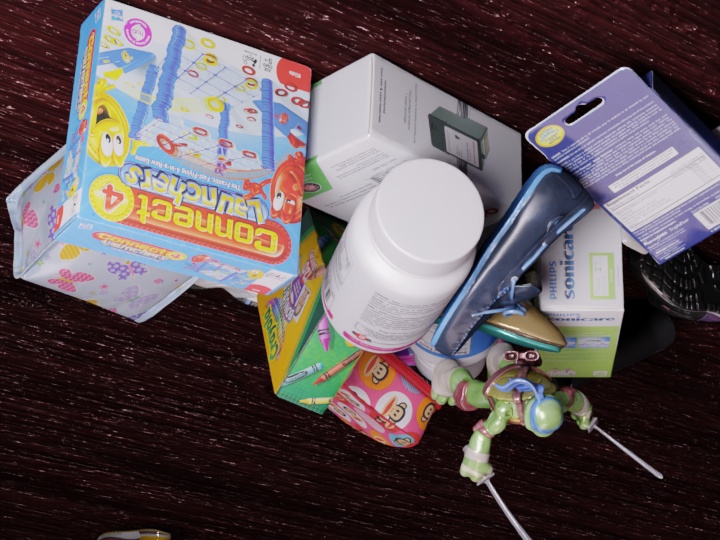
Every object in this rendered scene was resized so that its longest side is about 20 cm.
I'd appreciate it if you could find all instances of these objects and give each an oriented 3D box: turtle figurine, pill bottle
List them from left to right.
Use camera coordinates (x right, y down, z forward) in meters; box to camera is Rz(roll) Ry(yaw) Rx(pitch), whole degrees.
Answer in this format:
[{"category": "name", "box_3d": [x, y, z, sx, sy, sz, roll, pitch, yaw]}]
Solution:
[{"category": "pill bottle", "box_3d": [0.037, -0.012, 1.341, 0.112, 0.115, 0.200, 7, 157, -10]}, {"category": "pill bottle", "box_3d": [0.098, 0.031, 1.603, 0.111, 0.113, 0.201, 2, 143, 2]}, {"category": "turtle figurine", "box_3d": [0.157, 0.160, 1.516, 0.200, 0.144, 0.194, 45, 178, -26]}]

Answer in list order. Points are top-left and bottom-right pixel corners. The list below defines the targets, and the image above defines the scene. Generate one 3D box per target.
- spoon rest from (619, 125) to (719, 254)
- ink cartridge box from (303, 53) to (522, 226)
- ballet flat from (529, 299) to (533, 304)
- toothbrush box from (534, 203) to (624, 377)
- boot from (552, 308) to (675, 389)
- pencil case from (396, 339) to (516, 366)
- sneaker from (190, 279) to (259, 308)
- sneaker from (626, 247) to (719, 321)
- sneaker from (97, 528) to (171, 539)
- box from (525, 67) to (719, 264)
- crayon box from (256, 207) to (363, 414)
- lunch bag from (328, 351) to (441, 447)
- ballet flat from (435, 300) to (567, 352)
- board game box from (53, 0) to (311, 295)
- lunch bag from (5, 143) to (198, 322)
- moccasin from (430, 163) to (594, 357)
[{"category": "spoon rest", "box_3d": [0.324, -0.092, 1.419, 0.199, 0.061, 0.099, -35, 141, 31]}, {"category": "ink cartridge box", "box_3d": [0.032, -0.101, 1.387, 0.199, 0.085, 0.145, 23, 150, -39]}, {"category": "ballet flat", "box_3d": [0.094, 0.021, 1.720, 0.198, 0.073, 0.072, -2, 157, 12]}, {"category": "toothbrush box", "box_3d": [0.219, 0.009, 1.549, 0.085, 0.147, 0.200, -1, 157, 7]}, {"category": "boot", "box_3d": [0.278, 0.102, 1.763, 0.198, 0.066, 0.165, -18, 179, -11]}, {"category": "pencil case", "box_3d": [0.090, 0.072, 1.802, 0.198, 0.089, 0.088, -5, 157, 20]}, {"category": "sneaker", "box_3d": [-0.154, -0.023, 1.642, 0.198, 0.076, 0.077, 14, 128, -18]}, {"category": "sneaker", "box_3d": [0.336, 0.019, 1.660, 0.087, 0.077, 0.199, -11, 154, 44]}, {"category": "sneaker", "box_3d": [-0.466, 0.575, 3.071, 0.199, 0.091, 0.075, -16, 151, 37]}, {"category": "box", "box_3d": [0.253, -0.098, 1.354, 0.121, 0.033, 0.199, -32, 122, 33]}, {"category": "crayon box", "box_3d": [-0.045, 0.037, 1.536, 0.058, 0.201, 0.119, 24, 111, -21]}, {"category": "lunch bag", "box_3d": [-0.016, 0.115, 1.707, 0.176, 0.082, 0.200, 39, 167, -21]}, {"category": "ballet flat", "box_3d": [0.106, 0.029, 1.452, 0.198, 0.064, 0.069, 11, 173, 23]}, {"category": "board game box", "box_3d": [-0.143, -0.100, 1.266, 0.198, 0.198, 0.056, 15, 155, -27]}, {"category": "lunch bag", "box_3d": [-0.218, -0.054, 1.475, 0.199, 0.128, 0.169, -36, 141, 26]}, {"category": "moccasin", "box_3d": [0.135, 0.003, 1.356, 0.068, 0.081, 0.201, 33, 111, -3]}]
